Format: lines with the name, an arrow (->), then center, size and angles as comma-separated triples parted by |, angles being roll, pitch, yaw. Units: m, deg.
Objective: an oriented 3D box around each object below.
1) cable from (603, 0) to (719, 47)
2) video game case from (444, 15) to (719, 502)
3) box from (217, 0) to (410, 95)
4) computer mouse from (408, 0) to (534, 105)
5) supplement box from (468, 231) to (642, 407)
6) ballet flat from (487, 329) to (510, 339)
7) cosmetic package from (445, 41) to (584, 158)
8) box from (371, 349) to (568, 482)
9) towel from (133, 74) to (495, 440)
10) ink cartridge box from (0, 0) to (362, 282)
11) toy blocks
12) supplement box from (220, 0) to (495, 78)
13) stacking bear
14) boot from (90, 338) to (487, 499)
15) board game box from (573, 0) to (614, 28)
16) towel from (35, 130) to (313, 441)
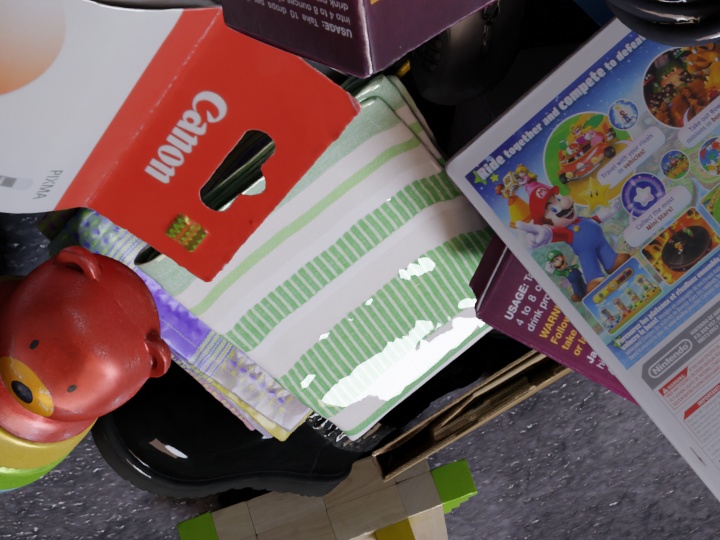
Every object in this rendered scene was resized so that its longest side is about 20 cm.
cable -> 0.157, -0.163, 0.549 | 0.198, 0.165, 0.051 | -5, -177, -22
video game case -> 0.152, -0.014, 0.649 | 0.143, 0.200, 0.018 | -40, -179, 7
box -> -0.034, -0.152, 0.661 | 0.159, 0.050, 0.199 | -40, 140, 27
computer mouse -> 0.062, -0.143, 0.653 | 0.058, 0.034, 0.201 | -8, 142, -18
supplement box -> 0.161, 0.017, 0.726 | 0.199, 0.131, 0.104 | 28, 96, 0
ballet flat -> 0.151, -0.027, 0.909 | 0.199, 0.070, 0.070 | -23, 144, -5
cosmetic package -> 0.151, -0.083, 0.838 | 0.198, 0.051, 0.083 | -9, 143, -15
box -> 0.112, 0.060, 0.937 | 0.163, 0.021, 0.200 | -36, 171, 31
towel -> 0.000, 0.000, 0.783 | 0.152, 0.023, 0.200 | -39, 137, 6
ink cartridge box -> -0.123, -0.066, 0.625 | 0.199, 0.050, 0.162 | 34, 140, -11
toy blocks -> -0.017, 0.188, 1.079 | 0.198, 0.101, 0.137 | -19, 155, -3
supplement box -> -0.002, -0.185, 0.524 | 0.110, 0.085, 0.201 | -35, 131, -31
stacking bear -> -0.174, 0.053, 0.753 | 0.199, 0.122, 0.114 | -26, -169, 41
boot -> -0.041, 0.063, 0.904 | 0.210, 0.080, 0.158 | 8, 140, -45
board game box -> 0.207, -0.127, 0.697 | 0.153, 0.041, 0.199 | -34, 133, 28
towel -> -0.055, -0.006, 0.802 | 0.144, 0.023, 0.200 | -42, 127, 2
